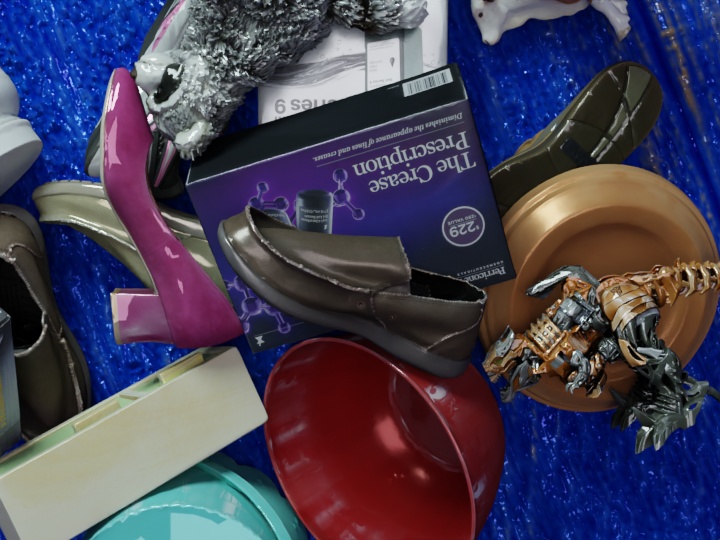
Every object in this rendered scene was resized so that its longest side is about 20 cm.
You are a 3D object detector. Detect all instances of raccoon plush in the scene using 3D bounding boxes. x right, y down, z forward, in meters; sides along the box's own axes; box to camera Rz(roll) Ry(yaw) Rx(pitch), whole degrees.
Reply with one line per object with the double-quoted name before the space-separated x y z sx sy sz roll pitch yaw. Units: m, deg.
"raccoon plush" -0.057 -0.139 0.808 0.197 0.097 0.136 8 100 1

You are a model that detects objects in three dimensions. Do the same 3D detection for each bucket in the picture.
"bucket" -0.129 0.248 0.882 0.204 0.135 0.210 0 93 -1

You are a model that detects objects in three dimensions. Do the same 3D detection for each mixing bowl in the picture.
"mixing bowl" 0.034 0.123 0.871 0.108 0.199 0.202 -28 94 -42

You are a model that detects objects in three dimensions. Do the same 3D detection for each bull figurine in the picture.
"bull figurine" 0.172 -0.250 0.901 0.121 0.065 0.201 31 94 -6

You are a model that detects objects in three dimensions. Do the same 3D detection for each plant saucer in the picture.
"plant saucer" 0.186 0.020 0.900 0.197 0.038 0.203 -2 109 -6

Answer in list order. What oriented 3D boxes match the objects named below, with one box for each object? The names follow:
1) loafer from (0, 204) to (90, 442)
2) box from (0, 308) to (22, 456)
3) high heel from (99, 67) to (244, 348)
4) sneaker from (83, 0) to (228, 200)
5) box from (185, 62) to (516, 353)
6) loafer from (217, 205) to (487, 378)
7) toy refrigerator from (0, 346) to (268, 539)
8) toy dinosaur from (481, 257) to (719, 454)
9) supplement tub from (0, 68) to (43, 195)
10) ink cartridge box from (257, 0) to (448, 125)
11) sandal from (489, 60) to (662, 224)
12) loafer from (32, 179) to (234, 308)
"loafer" -0.257 0.055 0.874 0.072 0.071 0.202 -12 114 1
"box" -0.330 0.035 0.834 0.199 0.159 0.048 36 54 16
"high heel" -0.134 -0.043 0.832 0.095 0.067 0.203 -3 96 -5
"sneaker" -0.133 -0.145 0.904 0.086 0.080 0.201 30 93 -22
"box" -0.005 -0.042 0.825 0.198 0.079 0.142 -17 119 7
"loafer" 0.000 0.000 0.769 0.198 0.073 0.071 24 112 -24
"toy refrigerator" -0.176 0.126 0.862 0.199 0.076 0.071 -28 100 -26
"toy dinosaur" 0.193 0.051 0.847 0.199 0.102 0.137 -26 94 24
"supplement tub" -0.344 -0.133 0.855 0.144 0.144 0.200 -40 93 1
"ink cartridge box" -0.005 -0.161 0.890 0.144 0.084 0.203 -1 93 -1
"sandal" 0.149 -0.084 0.911 0.082 0.055 0.200 40 93 -17
"loafer" -0.160 -0.018 0.899 0.198 0.076 0.069 16 87 -2
